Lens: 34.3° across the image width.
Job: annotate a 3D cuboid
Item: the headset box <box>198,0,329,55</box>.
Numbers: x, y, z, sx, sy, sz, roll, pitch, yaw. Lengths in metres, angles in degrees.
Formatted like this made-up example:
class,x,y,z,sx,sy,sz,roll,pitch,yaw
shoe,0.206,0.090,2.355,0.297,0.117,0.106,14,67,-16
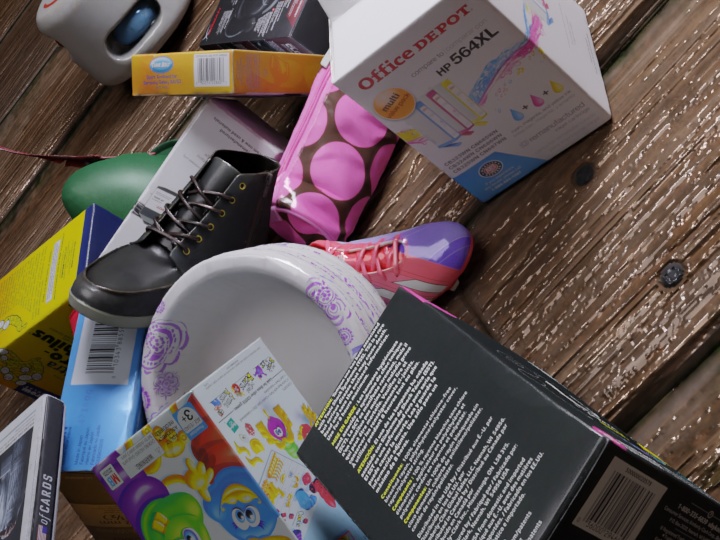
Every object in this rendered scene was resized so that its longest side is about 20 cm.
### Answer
class,x,y,z,sx,sy,sz,roll,pitch,yaw
headset box,-0.061,-0.279,1.190,0.198,0.077,0.151,9,73,51

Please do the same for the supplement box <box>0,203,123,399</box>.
class,x,y,z,sx,sy,sz,roll,pitch,yaw
supplement box,-0.300,0.042,1.222,0.199,0.108,0.111,-33,43,32

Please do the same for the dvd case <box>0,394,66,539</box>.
class,x,y,z,sx,sy,sz,roll,pitch,yaw
dvd case,-0.258,0.205,0.797,0.150,0.025,0.202,-38,39,28

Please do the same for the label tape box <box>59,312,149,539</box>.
class,x,y,z,sx,sy,sz,roll,pitch,yaw
label tape box,-0.186,0.141,0.947,0.065,0.201,0.145,0,56,3

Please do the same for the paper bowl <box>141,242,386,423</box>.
class,x,y,z,sx,sy,sz,roll,pitch,yaw
paper bowl,-0.056,0.082,0.862,0.197,0.104,0.205,3,98,25

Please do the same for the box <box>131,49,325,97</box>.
class,x,y,z,sx,sy,sz,roll,pitch,yaw
box,-0.099,-0.178,1.066,0.117,0.199,0.042,4,101,32

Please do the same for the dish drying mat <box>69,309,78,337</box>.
class,x,y,z,sx,sy,sz,roll,pitch,yaw
dish drying mat,-0.223,0.115,1.082,0.077,0.018,0.202,-37,67,35

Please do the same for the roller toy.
class,x,y,z,sx,sy,sz,roll,pitch,yaw
roller toy,-0.305,-0.332,1.466,0.198,0.139,0.184,-17,42,45

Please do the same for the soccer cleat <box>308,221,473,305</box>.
class,x,y,z,sx,sy,sz,roll,pitch,yaw
soccer cleat,0.000,0.000,0.920,0.198,0.076,0.068,-17,52,43

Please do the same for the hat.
class,x,y,z,sx,sy,sz,roll,pitch,yaw
hat,-0.304,-0.100,1.268,0.199,0.175,0.168,-31,44,33

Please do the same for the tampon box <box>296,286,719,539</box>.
class,x,y,z,sx,sy,sz,roll,pitch,yaw
tampon box,0.087,0.125,0.666,0.127,0.149,0.200,-56,36,3

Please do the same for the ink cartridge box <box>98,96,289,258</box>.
class,x,y,z,sx,sy,sz,roll,pitch,yaw
ink cartridge box,-0.153,-0.055,1.086,0.201,0.084,0.145,-53,1,9

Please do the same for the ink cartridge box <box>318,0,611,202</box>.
class,x,y,z,sx,sy,sz,roll,pitch,yaw
ink cartridge box,0.068,-0.172,0.854,0.128,0.199,0.127,-33,43,31

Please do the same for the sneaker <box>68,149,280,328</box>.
class,x,y,z,sx,sy,sz,roll,pitch,yaw
sneaker,-0.142,-0.032,0.903,0.074,0.199,0.108,29,120,23

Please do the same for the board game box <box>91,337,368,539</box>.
class,x,y,z,sx,sy,sz,roll,pitch,yaw
board game box,-0.060,0.166,0.757,0.103,0.201,0.105,-37,-1,26

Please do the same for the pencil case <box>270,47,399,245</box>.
class,x,y,z,sx,sy,sz,roll,pitch,yaw
pencil case,-0.019,-0.116,1.010,0.090,0.093,0.203,13,77,43
